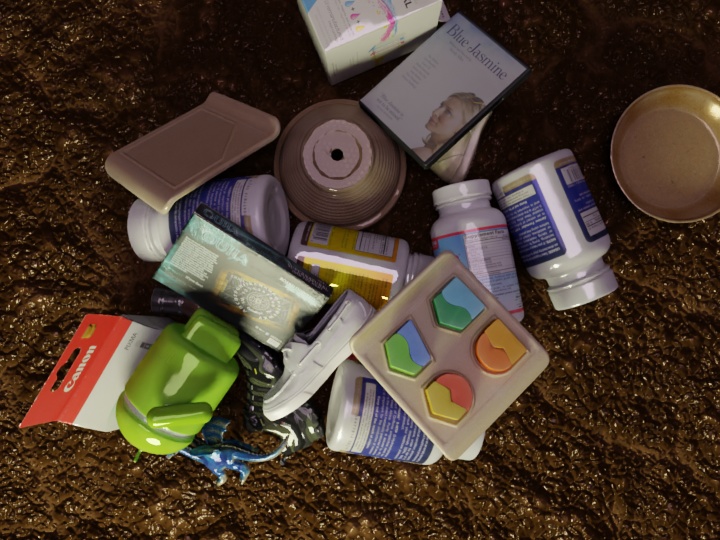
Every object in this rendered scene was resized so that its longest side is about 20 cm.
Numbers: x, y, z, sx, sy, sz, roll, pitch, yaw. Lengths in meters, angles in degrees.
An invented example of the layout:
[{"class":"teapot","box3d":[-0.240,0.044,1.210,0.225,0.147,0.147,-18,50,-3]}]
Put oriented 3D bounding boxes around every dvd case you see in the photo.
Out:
[{"class":"dvd case","box3d":[0.115,-0.253,0.797,0.200,0.018,0.143,-42,72,-3]}]

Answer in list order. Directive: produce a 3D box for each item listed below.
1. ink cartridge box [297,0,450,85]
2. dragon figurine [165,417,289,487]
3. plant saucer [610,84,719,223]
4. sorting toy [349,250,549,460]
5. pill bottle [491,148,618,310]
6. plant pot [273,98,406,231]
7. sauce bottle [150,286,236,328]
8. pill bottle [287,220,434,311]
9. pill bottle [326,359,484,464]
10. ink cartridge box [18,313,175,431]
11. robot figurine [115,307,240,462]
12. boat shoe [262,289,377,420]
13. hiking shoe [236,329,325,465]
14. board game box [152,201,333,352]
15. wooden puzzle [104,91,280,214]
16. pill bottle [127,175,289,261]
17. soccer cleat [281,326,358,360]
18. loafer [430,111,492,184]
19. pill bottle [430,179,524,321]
[{"class":"ink cartridge box","box3d":[0.020,-0.380,0.816,0.199,0.125,0.129,-24,87,1]},{"class":"dragon figurine","box3d":[-0.196,0.245,0.796,0.199,0.059,0.100,-21,121,37]},{"class":"plant saucer","box3d":[0.461,-0.168,0.844,0.198,0.035,0.202,0,87,1]},{"class":"sorting toy","box3d":[0.114,0.102,0.718,0.185,0.036,0.200,-42,86,-10]},{"class":"pill bottle","box3d":[0.275,-0.054,0.802,0.119,0.120,0.201,-22,87,0]},{"class":"plant pot","box3d":[-0.032,-0.155,0.826,0.199,0.093,0.203,0,88,2]},{"class":"sauce bottle","box3d":[-0.200,0.050,0.834,0.198,0.065,0.065,6,88,1]},{"class":"pill bottle","box3d":[0.000,0.000,0.810,0.198,0.109,0.110,11,88,2]},{"class":"pill bottle","box3d":[0.061,0.197,0.784,0.198,0.120,0.121,12,88,-8]},{"class":"ink cartridge box","box3d":[-0.327,0.138,0.766,0.050,0.200,0.162,30,89,10]},{"class":"robot figurine","box3d":[-0.241,0.152,0.760,0.115,0.175,0.201,35,88,-18]},{"class":"boat shoe","box3d":[-0.064,0.108,0.753,0.200,0.072,0.069,-43,105,4]},{"class":"hiking shoe","box3d":[-0.140,0.180,0.823,0.100,0.076,0.200,-38,88,-4]},{"class":"board game box","box3d":[-0.153,0.015,0.747,0.199,0.028,0.135,34,125,-17]},{"class":"wooden puzzle","box3d":[-0.230,-0.165,0.790,0.200,0.037,0.184,-42,49,-21]},{"class":"pill bottle","box3d":[-0.210,-0.064,0.799,0.198,0.120,0.121,-3,88,11]},{"class":"soccer cleat","box3d":[-0.016,0.097,0.838,0.198,0.067,0.077,-2,57,7]},{"class":"loafer","box3d":[0.149,-0.225,0.833,0.068,0.076,0.202,19,89,-4]},{"class":"pill bottle","box3d":[0.159,-0.020,0.808,0.108,0.109,0.202,-11,87,1]}]
